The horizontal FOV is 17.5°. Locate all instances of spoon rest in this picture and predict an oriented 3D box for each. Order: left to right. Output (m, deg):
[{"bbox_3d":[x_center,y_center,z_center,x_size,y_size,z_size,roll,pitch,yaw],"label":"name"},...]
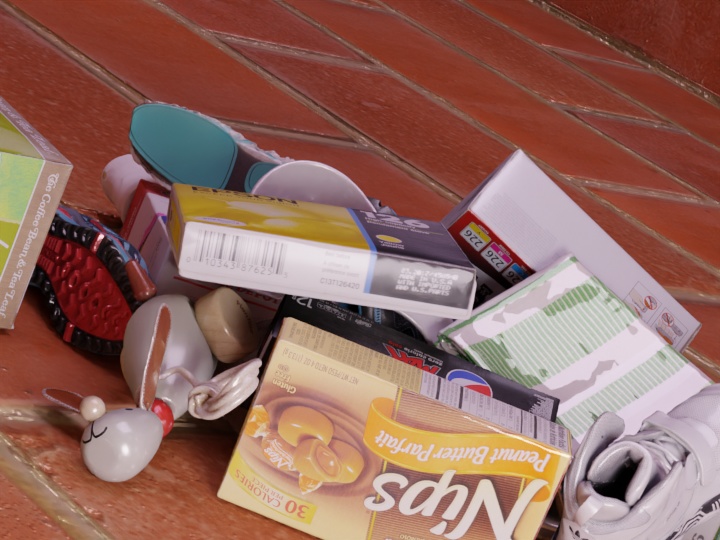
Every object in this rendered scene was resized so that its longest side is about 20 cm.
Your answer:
[{"bbox_3d":[0.000,0.000,1.726,0.200,0.099,0.061,43,-28,-6],"label":"spoon rest"}]

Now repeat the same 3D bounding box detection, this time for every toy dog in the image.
[{"bbox_3d":[-0.140,0.053,1.506,0.096,0.132,0.200,53,3,-9],"label":"toy dog"}]

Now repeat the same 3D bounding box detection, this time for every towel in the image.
[{"bbox_3d":[0.170,0.081,1.682,0.152,0.023,0.200,-30,60,-33],"label":"towel"}]

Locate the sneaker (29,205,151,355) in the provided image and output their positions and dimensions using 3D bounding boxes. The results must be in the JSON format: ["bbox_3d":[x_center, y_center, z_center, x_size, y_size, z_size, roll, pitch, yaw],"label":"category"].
[{"bbox_3d":[-0.182,0.002,1.688,0.095,0.080,0.200,13,18,-38],"label":"sneaker"}]

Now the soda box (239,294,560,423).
[{"bbox_3d":[0.026,0.089,1.550,0.199,0.071,0.063,24,34,-3],"label":"soda box"}]

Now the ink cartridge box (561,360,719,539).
[{"bbox_3d":[0.233,0.148,1.729,0.200,0.104,0.059,26,16,11],"label":"ink cartridge box"}]

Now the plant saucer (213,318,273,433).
[{"bbox_3d":[-0.009,0.089,1.640,0.200,0.037,0.201,21,28,-12],"label":"plant saucer"}]

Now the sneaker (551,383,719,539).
[{"bbox_3d":[0.201,0.128,1.553,0.075,0.115,0.200,36,62,23],"label":"sneaker"}]

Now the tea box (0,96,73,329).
[{"bbox_3d":[-0.337,-0.070,1.603,0.196,0.134,0.200,10,20,-37],"label":"tea box"}]

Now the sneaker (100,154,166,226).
[{"bbox_3d":[-0.120,-0.048,1.958,0.200,0.074,0.116,20,11,-26],"label":"sneaker"}]

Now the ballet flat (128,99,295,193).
[{"bbox_3d":[-0.096,-0.068,1.854,0.199,0.072,0.072,25,15,4],"label":"ballet flat"}]

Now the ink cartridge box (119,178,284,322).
[{"bbox_3d":[-0.114,0.005,1.795,0.116,0.068,0.200,18,15,-19],"label":"ink cartridge box"}]

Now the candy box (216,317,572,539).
[{"bbox_3d":[0.022,0.123,1.490,0.199,0.116,0.055,22,17,-3],"label":"candy box"}]

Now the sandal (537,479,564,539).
[{"bbox_3d":[0.115,0.143,1.674,0.080,0.054,0.200,16,17,-25],"label":"sandal"}]

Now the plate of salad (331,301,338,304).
[{"bbox_3d":[0.036,0.019,1.911,0.200,0.048,0.200,35,22,-17],"label":"plate of salad"}]

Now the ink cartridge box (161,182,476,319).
[{"bbox_3d":[-0.033,-0.021,1.602,0.197,0.047,0.200,8,14,-10],"label":"ink cartridge box"}]

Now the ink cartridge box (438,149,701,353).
[{"bbox_3d":[0.135,0.033,1.846,0.200,0.176,0.084,43,54,-2],"label":"ink cartridge box"}]

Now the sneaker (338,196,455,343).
[{"bbox_3d":[0.030,0.044,1.804,0.200,0.082,0.073,53,-26,-6],"label":"sneaker"}]
